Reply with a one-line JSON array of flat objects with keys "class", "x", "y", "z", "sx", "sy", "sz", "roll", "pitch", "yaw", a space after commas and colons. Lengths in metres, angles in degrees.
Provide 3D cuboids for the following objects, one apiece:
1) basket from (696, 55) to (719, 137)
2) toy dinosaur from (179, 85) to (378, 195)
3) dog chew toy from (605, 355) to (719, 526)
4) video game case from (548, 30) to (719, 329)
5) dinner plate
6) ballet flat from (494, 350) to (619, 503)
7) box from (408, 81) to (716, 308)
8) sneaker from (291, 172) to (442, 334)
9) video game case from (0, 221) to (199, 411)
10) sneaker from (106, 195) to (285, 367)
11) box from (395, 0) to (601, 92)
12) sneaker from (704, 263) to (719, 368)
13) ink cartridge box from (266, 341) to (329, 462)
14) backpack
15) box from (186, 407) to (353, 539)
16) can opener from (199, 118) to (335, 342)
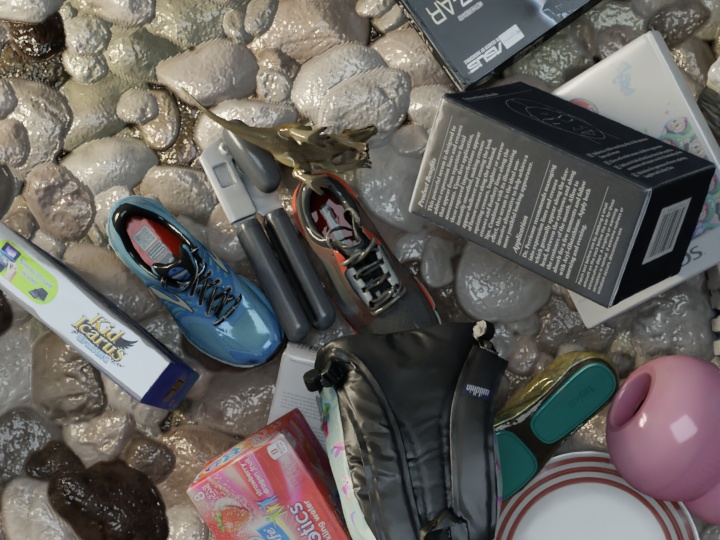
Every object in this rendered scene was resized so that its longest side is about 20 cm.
[{"class": "basket", "x": 0.419, "y": -0.167, "z": 1.370, "sx": 0.198, "sy": 0.161, "sz": 0.200, "roll": 40, "pitch": 88, "yaw": 5}, {"class": "toy dinosaur", "x": -0.059, "y": -0.109, "z": 1.386, "sx": 0.198, "sy": 0.101, "sz": 0.059, "roll": 6, "pitch": 106, "yaw": -36}, {"class": "dog chew toy", "x": 0.307, "y": 0.160, "z": 1.365, "sx": 0.199, "sy": 0.124, "sz": 0.125, "roll": 33, "pitch": 86, "yaw": -13}, {"class": "video game case", "x": 0.228, "y": -0.076, "z": 1.391, "sx": 0.181, "sy": 0.024, "sz": 0.202, "roll": -30, "pitch": 82, "yaw": 33}, {"class": "dinner plate", "x": 0.202, "y": 0.260, "z": 1.407, "sx": 0.198, "sy": 0.024, "sz": 0.203, "roll": 0, "pitch": 85, "yaw": 3}, {"class": "ballet flat", "x": 0.141, "y": 0.141, "z": 1.400, "sx": 0.200, "sy": 0.071, "sz": 0.071, "roll": -41, "pitch": 84, "yaw": 1}, {"class": "box", "x": 0.167, "y": -0.069, "z": 1.328, "sx": 0.199, "sy": 0.148, "sz": 0.108, "roll": 28, "pitch": 114, "yaw": 26}, {"class": "sneaker", "x": 0.000, "y": 0.000, "z": 1.410, "sx": 0.077, "sy": 0.082, "sz": 0.201, "roll": -37, "pitch": 84, "yaw": -2}, {"class": "video game case", "x": -0.227, "y": 0.044, "z": 1.355, "sx": 0.181, "sy": 0.200, "sz": 0.046, "roll": 39, "pitch": 85, "yaw": 5}, {"class": "sneaker", "x": -0.152, "y": 0.013, "z": 1.410, "sx": 0.200, "sy": 0.090, "sz": 0.079, "roll": 40, "pitch": 87, "yaw": 2}, {"class": "box", "x": 0.129, "y": -0.280, "z": 1.451, "sx": 0.199, "sy": 0.044, "sz": 0.161, "roll": -34, "pitch": 84, "yaw": -1}, {"class": "sneaker", "x": 0.365, "y": 0.003, "z": 1.404, "sx": 0.114, "sy": 0.081, "sz": 0.202, "roll": -6, "pitch": 91, "yaw": -2}, {"class": "ink cartridge box", "x": -0.012, "y": 0.180, "z": 1.421, "sx": 0.159, "sy": 0.050, "sz": 0.202, "roll": 14, "pitch": 102, "yaw": 3}, {"class": "backpack", "x": 0.049, "y": 0.154, "z": 1.304, "sx": 0.165, "sy": 0.127, "sz": 0.202, "roll": -10, "pitch": 66, "yaw": -1}, {"class": "box", "x": -0.049, "y": 0.235, "z": 1.361, "sx": 0.102, "sy": 0.095, "sz": 0.201, "roll": -32, "pitch": 94, "yaw": 9}, {"class": "can opener", "x": -0.081, "y": -0.038, "z": 1.418, "sx": 0.053, "sy": 0.067, "sz": 0.201, "roll": -22, "pitch": 77, "yaw": -20}]
